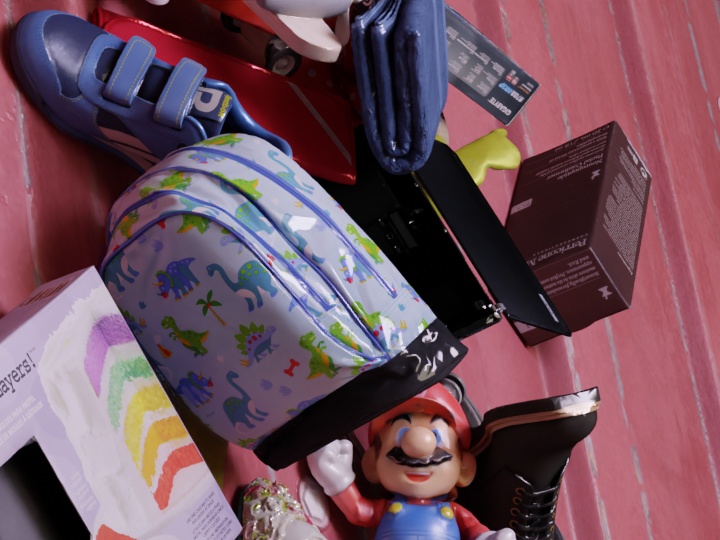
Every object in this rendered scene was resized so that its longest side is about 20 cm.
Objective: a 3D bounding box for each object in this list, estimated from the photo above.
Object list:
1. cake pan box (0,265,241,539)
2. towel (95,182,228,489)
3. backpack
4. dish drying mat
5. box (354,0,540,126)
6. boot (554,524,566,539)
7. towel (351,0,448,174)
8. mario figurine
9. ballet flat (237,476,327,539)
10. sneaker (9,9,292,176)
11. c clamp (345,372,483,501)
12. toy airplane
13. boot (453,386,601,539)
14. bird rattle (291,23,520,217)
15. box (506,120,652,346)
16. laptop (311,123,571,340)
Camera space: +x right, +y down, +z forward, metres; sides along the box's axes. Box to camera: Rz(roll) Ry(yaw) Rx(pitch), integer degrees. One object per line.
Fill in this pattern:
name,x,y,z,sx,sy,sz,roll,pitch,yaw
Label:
cake pan box,-0.166,0.121,1.286,0.185,0.052,0.200,61,34,-10
towel,-0.119,0.052,1.473,0.144,0.023,0.201,49,32,-31
backpack,-0.062,0.014,1.420,0.153,0.163,0.201,-25,86,-49
dish drying mat,-0.089,-0.115,1.578,0.199,0.018,0.077,19,52,-29
box,0.034,-0.204,1.838,0.159,0.046,0.200,45,9,37
boot,0.166,0.275,1.740,0.132,0.070,0.200,43,18,-36
towel,0.030,-0.142,1.624,0.200,0.048,0.112,-73,159,-70
mario figurine,0.035,0.161,1.573,0.123,0.106,0.201,19,59,-34
ballet flat,-0.035,0.215,1.462,0.076,0.064,0.201,34,42,-47
sneaker,-0.126,-0.104,1.478,0.200,0.082,0.074,35,51,-19
c clamp,0.055,0.136,1.728,0.172,0.027,0.200,65,27,-6
toy airplane,-0.084,-0.224,1.605,0.200,0.141,0.199,38,15,-7
boot,0.124,0.164,1.624,0.077,0.200,0.139,-7,76,-18
bird rattle,0.016,-0.124,1.816,0.200,0.113,0.163,36,27,-26
box,0.181,-0.033,2.008,0.075,0.100,0.200,54,29,-25
laptop,0.028,-0.005,1.654,0.178,0.199,0.103,58,-18,22
